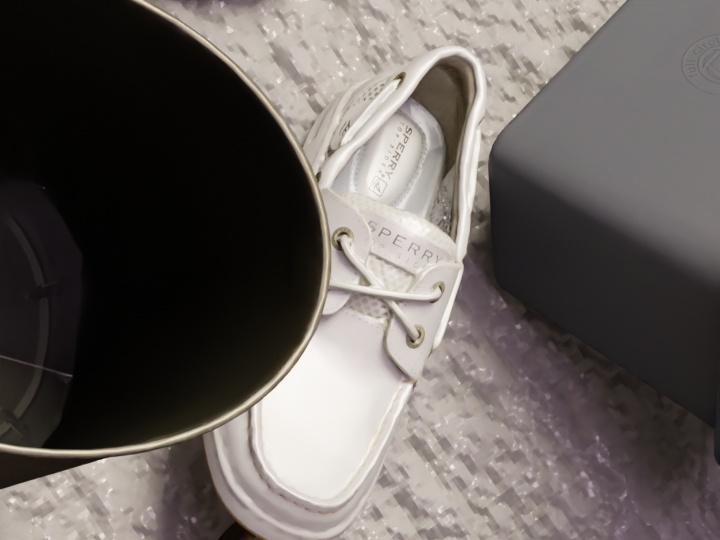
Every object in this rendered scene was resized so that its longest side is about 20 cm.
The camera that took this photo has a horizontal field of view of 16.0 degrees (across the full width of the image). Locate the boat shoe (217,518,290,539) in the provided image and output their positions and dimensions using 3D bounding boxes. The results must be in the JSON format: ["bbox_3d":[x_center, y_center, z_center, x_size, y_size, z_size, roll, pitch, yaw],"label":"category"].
[{"bbox_3d":[-0.056,0.169,0.815,0.064,0.071,0.200,38,62,-10],"label":"boat shoe"}]

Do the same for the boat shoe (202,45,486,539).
[{"bbox_3d":[0.000,0.000,0.870,0.071,0.069,0.200,28,52,-17],"label":"boat shoe"}]

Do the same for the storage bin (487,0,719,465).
[{"bbox_3d":[0.145,-0.034,0.939,0.134,0.146,0.200,29,58,27],"label":"storage bin"}]

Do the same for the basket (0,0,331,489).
[{"bbox_3d":[-0.129,0.005,0.755,0.180,0.200,0.136,16,69,-19],"label":"basket"}]
